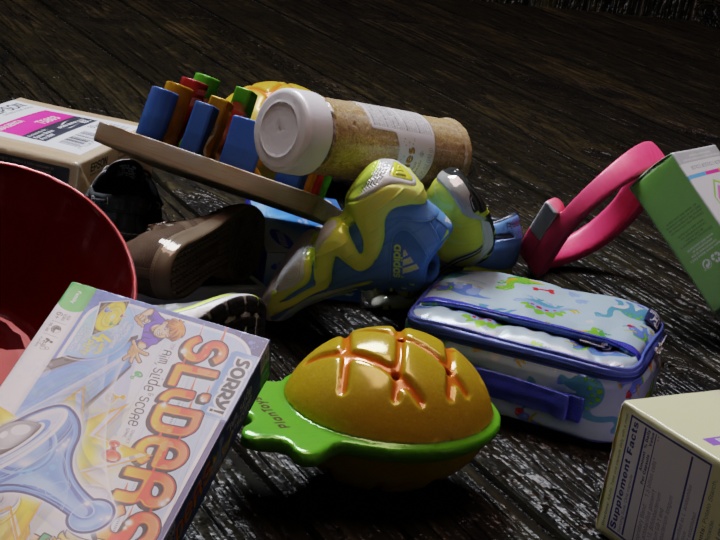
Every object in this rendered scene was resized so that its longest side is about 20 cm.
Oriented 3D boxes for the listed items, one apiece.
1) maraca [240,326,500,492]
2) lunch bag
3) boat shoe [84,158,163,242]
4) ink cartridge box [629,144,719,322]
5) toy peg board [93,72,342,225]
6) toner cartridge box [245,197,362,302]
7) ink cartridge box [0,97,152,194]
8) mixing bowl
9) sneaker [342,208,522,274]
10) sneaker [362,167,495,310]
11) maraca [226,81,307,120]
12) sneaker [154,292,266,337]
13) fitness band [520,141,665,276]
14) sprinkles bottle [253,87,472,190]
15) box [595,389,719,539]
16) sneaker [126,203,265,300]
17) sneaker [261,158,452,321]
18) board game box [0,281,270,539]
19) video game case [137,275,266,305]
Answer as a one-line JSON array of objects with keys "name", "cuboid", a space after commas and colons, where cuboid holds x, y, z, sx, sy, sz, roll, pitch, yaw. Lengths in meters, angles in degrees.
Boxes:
[{"name": "maraca", "cuboid": [0.000, 0.094, 1.027, 0.200, 0.107, 0.137, -2, 19, -32]}, {"name": "lunch bag", "cuboid": [0.139, 0.065, 1.240, 0.200, 0.083, 0.161, 14, 21, 19]}, {"name": "boat shoe", "cuboid": [-0.216, -0.068, 1.420, 0.074, 0.066, 0.199, 6, 17, -6]}, {"name": "ink cartridge box", "cuboid": [0.349, -0.019, 1.457, 0.104, 0.059, 0.200, -14, 68, -53]}, {"name": "toy peg board", "cuboid": [-0.106, -0.118, 1.380, 0.200, 0.098, 0.199, 19, -1, 7]}, {"name": "toner cartridge box", "cuboid": [-0.057, -0.026, 1.483, 0.095, 0.043, 0.200, 5, 18, -12]}, {"name": "ink cartridge box", "cuboid": [-0.320, -0.112, 1.565, 0.164, 0.075, 0.200, 14, 19, 11]}, {"name": "mixing bowl", "cuboid": [-0.255, 0.036, 1.021, 0.200, 0.108, 0.200, 10, 48, -11]}, {"name": "sneaker", "cuboid": [0.072, -0.051, 1.573, 0.200, 0.079, 0.066, 16, 20, 24]}, {"name": "sneaker", "cuboid": [0.057, -0.015, 1.334, 0.076, 0.200, 0.075, -27, 70, -24]}, {"name": "maraca", "cuboid": [-0.072, -0.156, 1.750, 0.200, 0.107, 0.137, 6, 16, -13]}, {"name": "sneaker", "cuboid": [-0.150, 0.049, 1.156, 0.081, 0.074, 0.200, 20, 18, 39]}, {"name": "fitness band", "cuboid": [0.233, -0.057, 1.536, 0.143, 0.200, 0.037, -26, 72, -22]}, {"name": "sprinkles bottle", "cuboid": [0.006, -0.106, 1.288, 0.200, 0.068, 0.068, 4, 16, -45]}, {"name": "box", "cuboid": [0.286, 0.158, 0.991, 0.176, 0.097, 0.200, -3, 22, -34]}, {"name": "sneaker", "cuboid": [-0.146, -0.024, 1.307, 0.075, 0.071, 0.200, 12, 12, 19]}, {"name": "sneaker", "cuboid": [0.000, 0.000, 1.278, 0.105, 0.200, 0.076, 36, 41, -11]}, {"name": "board game box", "cuboid": [-0.150, 0.101, 0.890, 0.135, 0.034, 0.200, 15, 47, 11]}, {"name": "video game case", "cuboid": [-0.210, -0.005, 1.376, 0.200, 0.022, 0.182, 0, 20, -30]}]
